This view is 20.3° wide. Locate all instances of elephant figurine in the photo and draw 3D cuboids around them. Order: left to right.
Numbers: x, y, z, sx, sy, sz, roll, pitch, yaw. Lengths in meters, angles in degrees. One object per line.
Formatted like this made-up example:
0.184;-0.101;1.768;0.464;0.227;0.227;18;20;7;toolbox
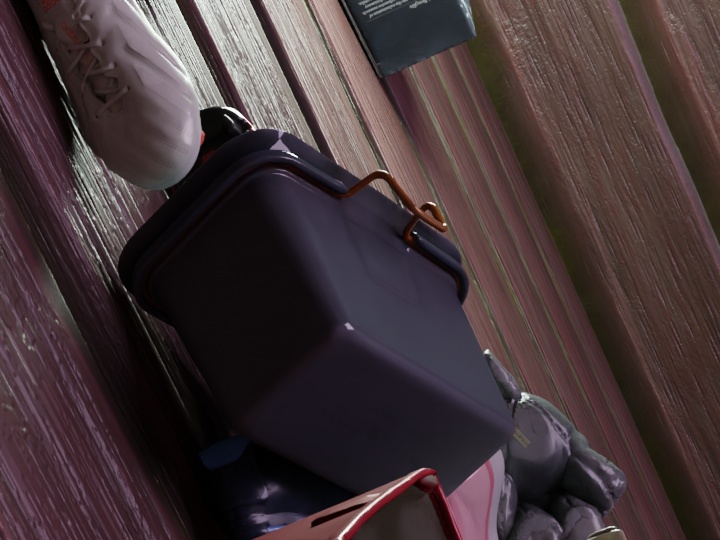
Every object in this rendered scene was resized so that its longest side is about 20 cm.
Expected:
0.100;0.177;1.505;0.200;0.141;0.156;133;-20;-68;elephant figurine

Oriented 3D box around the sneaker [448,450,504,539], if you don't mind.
0.048;0.202;1.360;0.105;0.075;0.201;-43;143;-39;sneaker

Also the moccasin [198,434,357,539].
-0.028;0.150;1.102;0.200;0.080;0.069;29;41;-50;moccasin

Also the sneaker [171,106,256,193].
-0.055;-0.001;1.238;0.202;0.070;0.098;69;13;16;sneaker

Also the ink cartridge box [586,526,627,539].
0.064;0.239;0.998;0.165;0.199;0.075;-97;161;-53;ink cartridge box

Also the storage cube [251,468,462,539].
-0.038;0.185;0.675;0.200;0.179;0.172;-12;80;-78;storage cube

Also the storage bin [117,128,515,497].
-0.004;0.034;1.061;0.200;0.146;0.135;32;20;-44;storage bin

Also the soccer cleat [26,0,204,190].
-0.146;-0.130;1.095;0.078;0.069;0.201;38;24;-59;soccer cleat

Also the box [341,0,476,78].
0.030;-0.354;2.216;0.200;0.123;0.197;-94;160;-59;box
